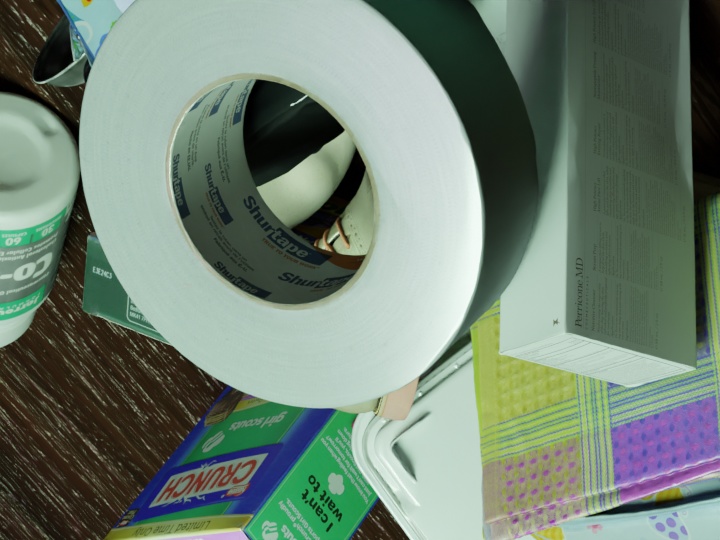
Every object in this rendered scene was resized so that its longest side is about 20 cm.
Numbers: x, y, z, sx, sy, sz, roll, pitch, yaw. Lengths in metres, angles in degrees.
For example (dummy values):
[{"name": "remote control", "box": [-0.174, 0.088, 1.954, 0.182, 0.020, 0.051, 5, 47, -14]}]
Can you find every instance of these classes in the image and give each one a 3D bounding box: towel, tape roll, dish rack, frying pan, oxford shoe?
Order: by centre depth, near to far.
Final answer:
[{"name": "tape roll", "box": [-0.025, -0.044, 0.722, 0.199, 0.066, 0.202, 12, 117, 24]}, {"name": "towel", "box": [0.129, 0.045, 0.790, 0.199, 0.145, 0.023, -25, 144, 39]}, {"name": "oxford shoe", "box": [0.000, 0.000, 0.874, 0.073, 0.071, 0.201, 2, 123, -6]}, {"name": "frying pan", "box": [-0.135, -0.145, 0.936, 0.031, 0.115, 0.190, 40, 171, -26]}, {"name": "dish rack", "box": [0.109, 0.102, 0.942, 0.172, 0.200, 0.044, 53, -174, 4]}]

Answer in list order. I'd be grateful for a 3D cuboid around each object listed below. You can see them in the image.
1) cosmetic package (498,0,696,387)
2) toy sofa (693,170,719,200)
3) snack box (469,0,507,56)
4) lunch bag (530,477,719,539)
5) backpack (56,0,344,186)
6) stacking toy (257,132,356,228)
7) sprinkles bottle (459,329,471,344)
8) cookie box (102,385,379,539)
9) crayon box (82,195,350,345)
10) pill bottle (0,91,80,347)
[{"name": "cosmetic package", "box": [0.110, -0.053, 0.765, 0.082, 0.201, 0.051, 17, 157, -34]}, {"name": "toy sofa", "box": [0.206, 0.010, 0.858, 0.199, 0.083, 0.098, 20, 146, 24]}, {"name": "snack box", "box": [0.020, -0.176, 0.857, 0.116, 0.037, 0.200, -15, 118, 49]}, {"name": "lunch bag", "box": [0.186, 0.132, 0.843, 0.199, 0.127, 0.170, -21, 120, 42]}, {"name": "backpack", "box": [-0.078, -0.156, 0.813, 0.163, 0.153, 0.201, -31, 79, 33]}, {"name": "stacking toy", "box": [-0.105, -0.109, 0.994, 0.200, 0.146, 0.147, 24, 146, 51]}, {"name": "sprinkles bottle", "box": [0.102, 0.063, 1.018, 0.068, 0.068, 0.200, -15, 118, 48]}, {"name": "cookie box", "box": [-0.057, 0.135, 1.122, 0.171, 0.200, 0.075, -15, 119, 48]}, {"name": "crayon box", "box": [-0.058, -0.008, 1.000, 0.125, 0.200, 0.052, 19, 115, 24]}, {"name": "pill bottle", "box": [-0.273, -0.030, 1.207, 0.113, 0.113, 0.200, 35, 145, 5]}]
